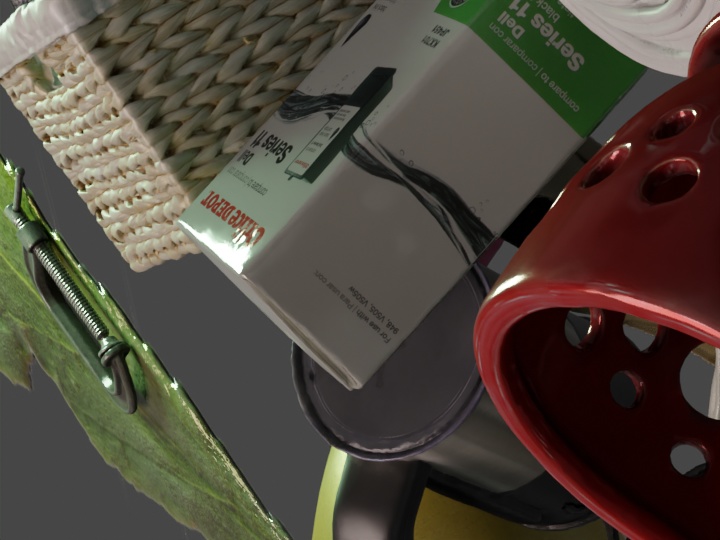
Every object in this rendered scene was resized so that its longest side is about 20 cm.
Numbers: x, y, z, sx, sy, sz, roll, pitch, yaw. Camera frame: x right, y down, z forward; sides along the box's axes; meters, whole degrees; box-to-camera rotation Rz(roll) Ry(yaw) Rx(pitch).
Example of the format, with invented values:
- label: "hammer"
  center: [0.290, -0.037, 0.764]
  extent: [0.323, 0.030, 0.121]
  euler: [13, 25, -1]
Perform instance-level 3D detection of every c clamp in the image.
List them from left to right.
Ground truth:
- label: "c clamp"
  center: [-0.244, 0.028, 2.508]
  extent: [0.200, 0.027, 0.171]
  euler: [55, 161, 12]

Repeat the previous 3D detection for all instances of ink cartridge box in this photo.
- label: "ink cartridge box"
  center: [0.020, -0.056, 1.384]
  extent: [0.083, 0.200, 0.147]
  euler: [43, 177, -19]

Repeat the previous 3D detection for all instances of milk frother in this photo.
- label: "milk frother"
  center: [0.096, 0.083, 1.486]
  extent: [0.188, 0.199, 0.181]
  euler: [26, -118, -56]

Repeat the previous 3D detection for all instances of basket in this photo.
- label: "basket"
  center: [-0.072, -0.117, 1.579]
  extent: [0.161, 0.200, 0.198]
  euler: [58, 162, -7]

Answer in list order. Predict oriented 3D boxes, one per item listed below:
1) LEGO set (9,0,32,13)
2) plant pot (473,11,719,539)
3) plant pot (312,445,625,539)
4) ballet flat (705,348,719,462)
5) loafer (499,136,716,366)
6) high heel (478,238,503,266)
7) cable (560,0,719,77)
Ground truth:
- label: "LEGO set"
  center: [-0.122, -0.146, 1.857]
  extent: [0.153, 0.116, 0.200]
  euler: [-16, 111, 40]
- label: "plant pot"
  center: [0.168, 0.006, 1.126]
  extent: [0.200, 0.183, 0.201]
  euler: [26, 153, 15]
- label: "plant pot"
  center: [0.052, 0.144, 1.728]
  extent: [0.200, 0.199, 0.142]
  euler: [141, 115, -71]
- label: "ballet flat"
  center: [0.185, 0.012, 1.327]
  extent: [0.069, 0.069, 0.200]
  euler: [44, 143, 36]
- label: "loafer"
  center: [0.127, -0.004, 1.453]
  extent: [0.200, 0.067, 0.076]
  euler: [38, 153, 47]
- label: "high heel"
  center: [0.059, 0.009, 1.693]
  extent: [0.200, 0.096, 0.068]
  euler: [50, -147, -68]
- label: "cable"
  center: [0.111, -0.176, 1.225]
  extent: [0.200, 0.069, 0.200]
  euler: [61, 161, -11]
